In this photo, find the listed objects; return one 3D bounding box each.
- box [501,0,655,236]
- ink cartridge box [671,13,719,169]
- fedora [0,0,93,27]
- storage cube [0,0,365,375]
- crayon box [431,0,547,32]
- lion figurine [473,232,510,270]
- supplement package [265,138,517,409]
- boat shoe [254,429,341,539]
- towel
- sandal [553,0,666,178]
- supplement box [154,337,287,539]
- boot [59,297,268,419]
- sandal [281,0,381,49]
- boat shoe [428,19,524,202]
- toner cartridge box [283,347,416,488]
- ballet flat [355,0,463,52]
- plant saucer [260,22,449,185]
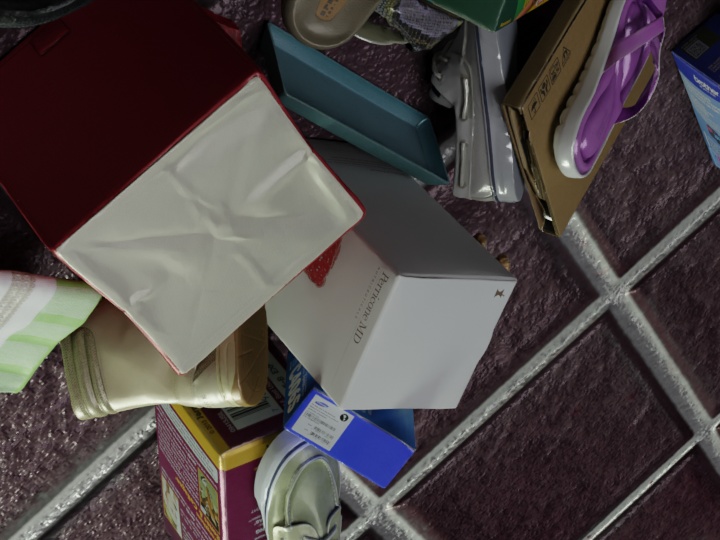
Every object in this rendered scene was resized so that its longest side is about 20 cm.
[{"bbox_3d":[0.181,-0.151,1.451,0.200,0.021,0.164,-58,148,-26],"label":"box"},{"bbox_3d":[0.362,-0.176,1.600,0.136,0.076,0.200,-39,137,-5],"label":"ink cartridge box"},{"bbox_3d":[-0.208,-0.246,1.079,0.200,0.092,0.201,-23,143,-19],"label":"fedora"},{"bbox_3d":[-0.134,-0.075,1.217,0.200,0.180,0.171,-40,139,-2],"label":"storage cube"},{"bbox_3d":[0.136,-0.278,1.283,0.200,0.058,0.173,-38,152,-58],"label":"crayon box"},{"bbox_3d":[0.053,0.029,1.530,0.122,0.073,0.200,-15,134,-25],"label":"lion figurine"},{"bbox_3d":[0.000,0.000,1.367,0.120,0.200,0.121,3,121,-40],"label":"supplement package"},{"bbox_3d":[-0.039,0.206,1.415,0.072,0.062,0.200,-21,133,-26],"label":"boat shoe"},{"bbox_3d":[-0.297,0.044,1.253,0.200,0.031,0.149,7,146,-38],"label":"towel"},{"bbox_3d":[0.214,-0.157,1.430,0.203,0.050,0.082,-64,149,-16],"label":"sandal"},{"bbox_3d":[-0.096,0.166,1.482,0.103,0.131,0.200,-20,134,-24],"label":"supplement box"},{"bbox_3d":[-0.148,0.009,1.342,0.155,0.201,0.073,-8,165,20],"label":"boot"},{"bbox_3d":[0.008,-0.221,1.191,0.080,0.054,0.200,19,124,-20],"label":"sandal"},{"bbox_3d":[0.086,-0.148,1.408,0.070,0.071,0.200,0,115,16],"label":"boat shoe"},{"bbox_3d":[-0.009,0.084,1.414,0.095,0.200,0.043,34,109,-15],"label":"toner cartridge box"},{"bbox_3d":[-0.005,-0.206,1.296,0.200,0.072,0.072,25,106,-45],"label":"ballet flat"},{"bbox_3d":[-0.004,-0.121,1.369,0.019,0.070,0.200,-33,144,26],"label":"plant saucer"}]
